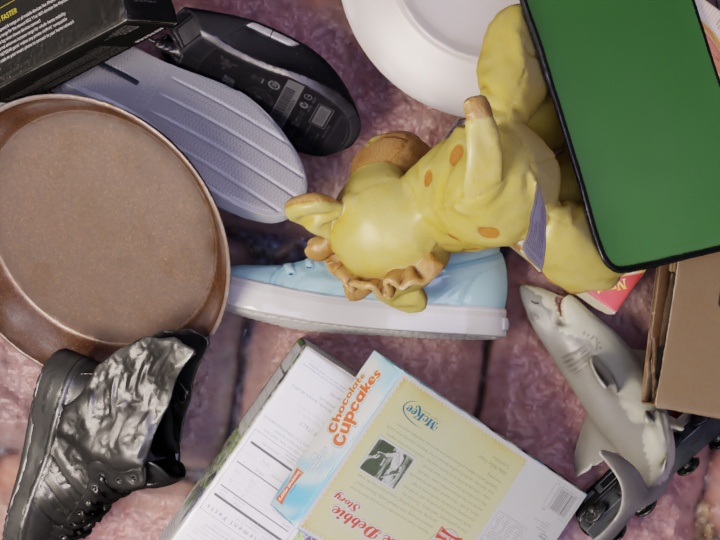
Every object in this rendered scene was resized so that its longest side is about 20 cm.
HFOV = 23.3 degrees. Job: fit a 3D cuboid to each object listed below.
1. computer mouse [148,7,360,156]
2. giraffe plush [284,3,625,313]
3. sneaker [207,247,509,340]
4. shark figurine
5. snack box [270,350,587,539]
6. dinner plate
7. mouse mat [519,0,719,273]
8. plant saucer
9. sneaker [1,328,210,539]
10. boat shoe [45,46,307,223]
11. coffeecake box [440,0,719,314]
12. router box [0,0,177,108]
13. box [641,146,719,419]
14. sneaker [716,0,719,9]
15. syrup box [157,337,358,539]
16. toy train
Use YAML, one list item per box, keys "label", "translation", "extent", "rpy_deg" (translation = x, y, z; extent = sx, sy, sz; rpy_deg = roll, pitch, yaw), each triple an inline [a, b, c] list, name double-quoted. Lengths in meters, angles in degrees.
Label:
- label: "computer mouse"
  translation: [-0.080, -0.156, 1.111]
  extent: [0.199, 0.141, 0.046]
  rpy_deg: [23, 54, -2]
- label: "giraffe plush"
  translation: [0.054, -0.040, 1.044]
  extent: [0.162, 0.200, 0.173]
  rpy_deg: [-20, 109, 31]
- label: "sneaker"
  translation: [0.000, 0.000, 1.147]
  extent: [0.199, 0.074, 0.082]
  rpy_deg: [5, 82, -12]
- label: "shark figurine"
  translation: [0.161, 0.112, 1.126]
  extent: [0.128, 0.215, 0.090]
  rpy_deg: [24, 121, -25]
- label: "snack box"
  translation: [0.048, 0.146, 1.115]
  extent: [0.200, 0.037, 0.116]
  rpy_deg: [36, 88, -38]
- label: "dinner plate"
  translation: [0.085, -0.196, 1.100]
  extent: [0.199, 0.024, 0.201]
  rpy_deg: [0, 88, 0]
- label: "mouse mat"
  translation: [0.171, -0.102, 1.053]
  extent: [0.161, 0.008, 0.201]
  rpy_deg: [-11, 83, -41]
- label: "plant saucer"
  translation: [-0.170, -0.022, 1.108]
  extent: [0.200, 0.034, 0.201]
  rpy_deg: [8, 116, 17]
- label: "sneaker"
  translation: [-0.161, 0.126, 1.110]
  extent: [0.104, 0.060, 0.201]
  rpy_deg: [15, 102, 17]
- label: "boat shoe"
  translation: [-0.124, -0.091, 1.133]
  extent: [0.200, 0.071, 0.072]
  rpy_deg: [34, 63, 3]
- label: "coffeecake box"
  translation: [0.157, -0.097, 1.149]
  extent: [0.153, 0.073, 0.200]
  rpy_deg: [35, 89, -5]
- label: "router box"
  translation: [-0.217, -0.183, 1.067]
  extent: [0.200, 0.051, 0.150]
  rpy_deg: [-21, 83, 33]
- label: "box"
  translation: [0.270, 0.022, 1.132]
  extent: [0.200, 0.021, 0.164]
  rpy_deg: [13, 82, -33]
- label: "sneaker"
  translation: [0.259, -0.238, 1.146]
  extent: [0.080, 0.086, 0.200]
  rpy_deg: [-27, 93, -5]
- label: "syrup box"
  translation: [-0.062, 0.148, 1.136]
  extent: [0.081, 0.079, 0.200]
  rpy_deg: [34, 89, -5]
- label: "toy train"
  translation: [0.222, 0.107, 1.174]
  extent: [0.200, 0.046, 0.034]
  rpy_deg: [-42, 111, -1]
